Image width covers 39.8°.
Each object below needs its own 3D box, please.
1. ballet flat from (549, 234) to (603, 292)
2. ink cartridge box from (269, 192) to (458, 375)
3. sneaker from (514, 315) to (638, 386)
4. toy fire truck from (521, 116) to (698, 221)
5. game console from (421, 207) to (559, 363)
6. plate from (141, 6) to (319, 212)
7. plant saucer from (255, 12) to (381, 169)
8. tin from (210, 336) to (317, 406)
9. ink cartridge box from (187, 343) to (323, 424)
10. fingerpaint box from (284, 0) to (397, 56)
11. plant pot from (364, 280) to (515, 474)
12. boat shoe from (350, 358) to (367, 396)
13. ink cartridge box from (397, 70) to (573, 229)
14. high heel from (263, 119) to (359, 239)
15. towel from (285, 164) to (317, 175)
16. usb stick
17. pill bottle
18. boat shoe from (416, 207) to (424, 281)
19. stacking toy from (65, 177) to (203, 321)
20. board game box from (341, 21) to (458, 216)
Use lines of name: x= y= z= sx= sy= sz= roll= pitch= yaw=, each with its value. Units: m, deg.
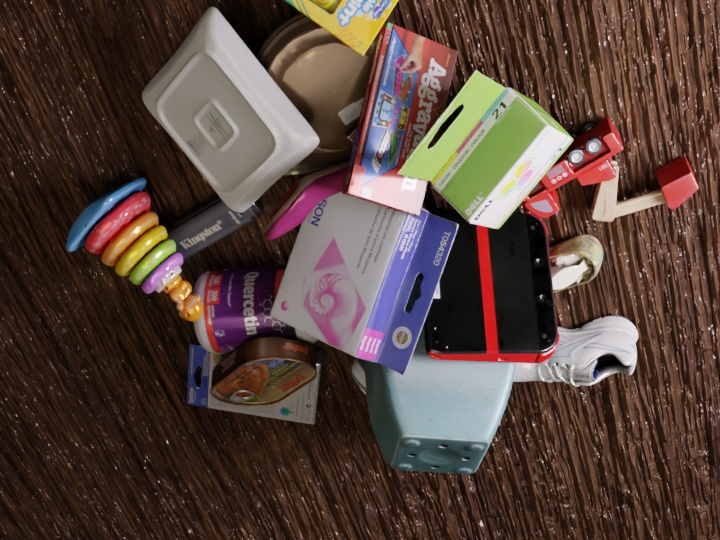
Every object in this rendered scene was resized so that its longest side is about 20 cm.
ballet flat: x=0.231 y=0.014 z=1.329 sx=0.197 sy=0.071 sz=0.071 roll=-24 pitch=118 yaw=21
ink cartridge box: x=0.000 y=0.000 z=1.235 sx=0.197 sy=0.043 sz=0.200 roll=21 pitch=93 yaw=31
sneaker: x=0.288 y=0.121 z=1.380 sx=0.196 sy=0.088 sz=0.075 roll=-16 pitch=122 yaw=17
toy fire truck: x=0.304 y=-0.111 z=1.249 sx=0.198 sy=0.049 sz=0.141 roll=-30 pitch=115 yaw=23
game console: x=0.161 y=0.017 z=1.259 sx=0.173 sy=0.204 sz=0.031 roll=1 pitch=156 yaw=-8
plate: x=-0.169 y=-0.181 z=1.204 sx=0.200 sy=0.032 sz=0.199 roll=50 pitch=136 yaw=-7
plant saucer: x=-0.035 y=-0.212 z=1.194 sx=0.196 sy=0.030 sz=0.204 roll=-4 pitch=118 yaw=-7
tin: x=-0.134 y=0.142 z=1.378 sx=0.110 sy=0.043 sz=0.199 roll=19 pitch=148 yaw=-26
ink cartridge box: x=-0.158 y=0.160 z=1.484 sx=0.196 sy=0.042 sz=0.121 roll=7 pitch=124 yaw=-2
fingerpaint box: x=-0.012 y=-0.367 z=1.073 sx=0.165 sy=0.074 sz=0.201 roll=32 pitch=105 yaw=-15
plant pot: x=0.101 y=0.152 z=1.308 sx=0.192 sy=0.203 sz=0.197 roll=4 pitch=149 yaw=-3
boat shoe: x=0.050 y=0.203 z=1.468 sx=0.199 sy=0.073 sz=0.071 roll=40 pitch=114 yaw=-21
ink cartridge box: x=0.146 y=-0.132 z=1.149 sx=0.076 sy=0.199 sz=0.148 roll=46 pitch=109 yaw=21
high heel: x=-0.025 y=-0.088 z=1.205 sx=0.200 sy=0.068 sz=0.096 roll=-43 pitch=106 yaw=12
towel: x=-0.109 y=-0.188 z=1.252 sx=0.196 sy=0.037 sz=0.151 roll=-8 pitch=121 yaw=11
usb stick: x=-0.221 y=-0.054 z=1.355 sx=0.198 sy=0.033 sz=0.056 roll=-28 pitch=116 yaw=21
pill bottle: x=-0.124 y=0.050 z=1.364 sx=0.196 sy=0.113 sz=0.114 roll=-5 pitch=123 yaw=9
boat shoe: x=0.052 y=-0.069 z=1.306 sx=0.071 sy=0.067 sz=0.203 roll=11 pitch=128 yaw=56
stacking toy: x=-0.275 y=-0.013 z=1.310 sx=0.200 sy=0.110 sz=0.116 roll=47 pitch=118 yaw=-1
board game box: x=0.047 y=-0.175 z=1.167 sx=0.101 sy=0.019 sz=0.204 roll=14 pitch=87 yaw=-28
